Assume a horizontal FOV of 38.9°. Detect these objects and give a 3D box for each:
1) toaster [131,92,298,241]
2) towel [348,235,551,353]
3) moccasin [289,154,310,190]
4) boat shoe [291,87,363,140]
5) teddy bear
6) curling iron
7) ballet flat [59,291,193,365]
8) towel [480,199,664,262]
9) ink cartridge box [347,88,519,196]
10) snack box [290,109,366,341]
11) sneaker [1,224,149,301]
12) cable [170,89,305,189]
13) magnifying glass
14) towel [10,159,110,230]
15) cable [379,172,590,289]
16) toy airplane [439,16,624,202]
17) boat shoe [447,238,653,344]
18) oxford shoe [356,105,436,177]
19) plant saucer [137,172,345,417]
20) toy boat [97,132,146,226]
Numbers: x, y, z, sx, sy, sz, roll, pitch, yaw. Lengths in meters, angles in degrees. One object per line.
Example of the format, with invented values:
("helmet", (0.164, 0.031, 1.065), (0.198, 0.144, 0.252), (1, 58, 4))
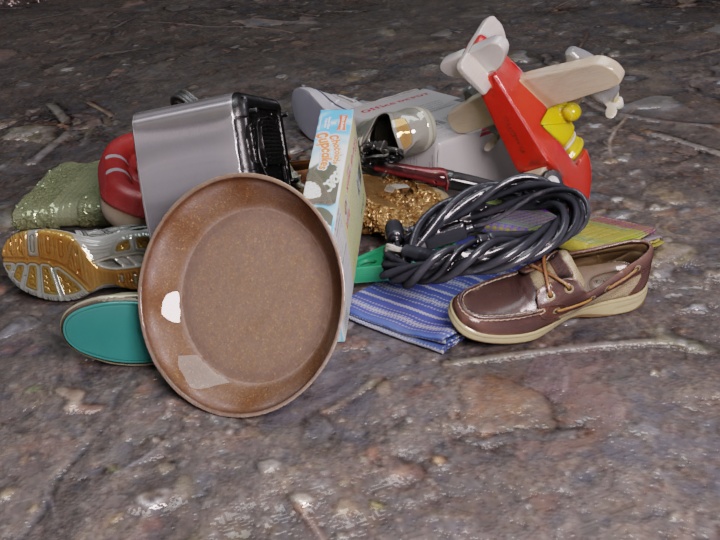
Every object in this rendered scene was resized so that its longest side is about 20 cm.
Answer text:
("toaster", (-0.131, -0.074, 0.996), (0.118, 0.182, 0.200), (-9, 7, 8))
("towel", (0.089, 0.013, 0.996), (0.144, 0.024, 0.200), (17, 33, 41))
("moccasin", (-0.106, -0.120, 1.251), (0.201, 0.078, 0.074), (9, 29, 28))
("boat shoe", (-0.026, -0.214, 1.457), (0.065, 0.074, 0.200), (-16, 37, -32))
("teddy bear", (0.013, -0.066, 1.147), (0.145, 0.067, 0.200), (23, 30, 30))
("curling iron", (0.093, -0.106, 1.145), (0.199, 0.026, 0.050), (16, -14, -4))
("ballet flat", (-0.169, 0.049, 0.932), (0.199, 0.070, 0.070), (1, 25, 2))
("towel", (0.199, -0.043, 1.063), (0.199, 0.023, 0.143), (14, 19, 35))
("ink cartridge box", (0.089, -0.163, 1.297), (0.145, 0.085, 0.200), (-21, 31, -30))
("snack box", (-0.027, -0.046, 0.962), (0.037, 0.116, 0.201), (0, 46, 9))
("sneaker", (-0.276, -0.011, 1.084), (0.199, 0.076, 0.088), (2, 10, 8))
("cable", (-0.140, -0.137, 1.193), (0.050, 0.097, 0.200), (-39, 70, -19))
("magnifying glass", (0.000, 0.000, 1.022), (0.199, 0.022, 0.080), (-13, 20, -5))
("towel", (-0.355, -0.103, 1.314), (0.148, 0.037, 0.200), (-3, 25, 6))
("cable", (0.112, -0.039, 0.940), (0.199, 0.051, 0.163), (-12, 18, 14))
("toy airplane", (0.181, -0.182, 1.085), (0.141, 0.200, 0.200), (-37, 59, -28))
("boat shoe", (0.174, 0.009, 0.911), (0.199, 0.072, 0.072), (-9, 47, -15))
("oxford shoe", (0.015, -0.149, 1.226), (0.058, 0.076, 0.200), (-20, 2, -31))
("plant saucer", (-0.095, 0.020, 0.851), (0.200, 0.201, 0.037), (8, 1, 26))
("toy boat", (-0.232, -0.122, 1.189), (0.130, 0.131, 0.200), (14, 19, -22))
